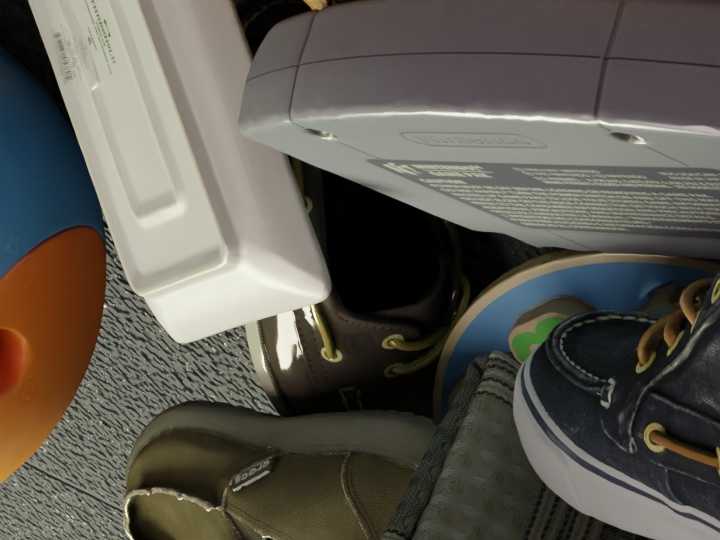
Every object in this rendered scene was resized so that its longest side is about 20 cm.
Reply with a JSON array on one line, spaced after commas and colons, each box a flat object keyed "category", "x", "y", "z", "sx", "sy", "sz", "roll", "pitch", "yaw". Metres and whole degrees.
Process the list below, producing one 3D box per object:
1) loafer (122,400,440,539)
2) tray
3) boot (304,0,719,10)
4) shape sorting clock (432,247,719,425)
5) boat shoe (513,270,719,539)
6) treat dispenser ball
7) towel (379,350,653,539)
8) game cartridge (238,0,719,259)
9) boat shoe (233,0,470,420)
[{"category": "loafer", "x": -0.028, "y": 0.088, "z": 0.851, "sx": 0.075, "sy": 0.070, "sz": 0.200, "roll": 35, "pitch": 157, "yaw": -23}, {"category": "tray", "x": -0.074, "y": -0.076, "z": 0.786, "sx": 0.107, "sy": 0.022, "sz": 0.201, "roll": -18, "pitch": 92, "yaw": 60}, {"category": "boot", "x": 0.048, "y": -0.092, "z": 0.662, "sx": 0.200, "sy": 0.071, "sz": 0.144, "roll": 29, "pitch": 159, "yaw": 18}, {"category": "shape sorting clock", "x": 0.112, "y": 0.073, "z": 0.806, "sx": 0.199, "sy": 0.039, "sz": 0.201, "roll": 22, "pitch": 142, "yaw": 19}, {"category": "boat shoe", "x": 0.100, "y": 0.024, "z": 0.645, "sx": 0.200, "sy": 0.070, "sz": 0.091, "roll": 30, "pitch": 134, "yaw": 58}, {"category": "treat dispenser ball", "x": -0.192, "y": -0.002, "z": 0.934, "sx": 0.200, "sy": 0.201, "sz": 0.201, "roll": 31, "pitch": 151, "yaw": 19}, {"category": "towel", "x": 0.078, "y": 0.139, "z": 0.709, "sx": 0.192, "sy": 0.200, "sz": 0.035, "roll": 39, "pitch": 136, "yaw": -11}, {"category": "game cartridge", "x": 0.064, "y": -0.036, "z": 0.671, "sx": 0.133, "sy": 0.042, "sz": 0.199, "roll": 26, "pitch": 167, "yaw": -38}, {"category": "boat shoe", "x": 0.000, "y": 0.000, "z": 0.832, "sx": 0.060, "sy": 0.072, "sz": 0.202, "roll": 19, "pitch": 143, "yaw": 42}]
